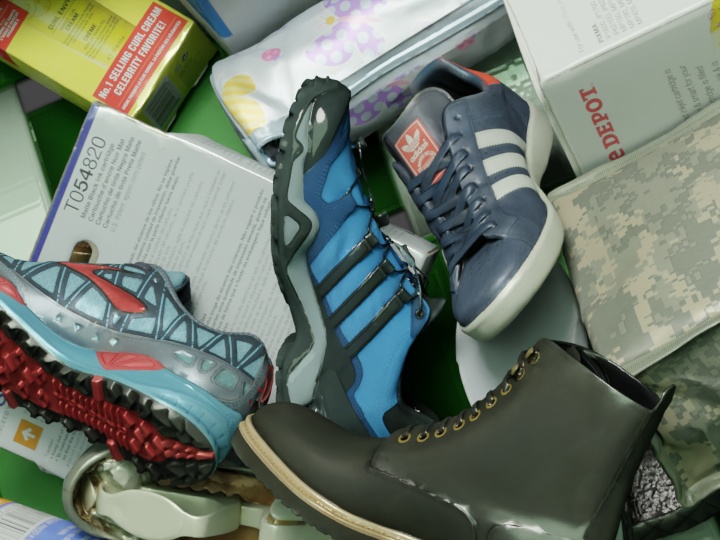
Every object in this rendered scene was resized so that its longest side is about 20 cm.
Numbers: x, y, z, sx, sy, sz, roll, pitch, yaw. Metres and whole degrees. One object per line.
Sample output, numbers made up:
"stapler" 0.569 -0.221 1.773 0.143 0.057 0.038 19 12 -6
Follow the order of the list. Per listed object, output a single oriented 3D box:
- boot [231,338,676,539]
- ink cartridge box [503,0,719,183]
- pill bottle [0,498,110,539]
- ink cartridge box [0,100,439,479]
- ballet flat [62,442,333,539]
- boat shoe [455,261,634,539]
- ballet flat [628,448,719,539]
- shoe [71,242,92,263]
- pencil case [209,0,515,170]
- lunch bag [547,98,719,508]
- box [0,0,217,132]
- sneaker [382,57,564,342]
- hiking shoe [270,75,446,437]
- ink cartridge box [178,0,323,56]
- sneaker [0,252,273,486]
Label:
"boot" 0.047 0.074 1.204 0.199 0.077 0.139 27 104 20
"ink cartridge box" 0.187 -0.125 1.315 0.199 0.148 0.086 -23 53 7
"pill bottle" -0.131 0.199 1.324 0.199 0.112 0.113 18 79 18
"ink cartridge box" -0.086 0.037 1.350 0.199 0.041 0.201 25 100 7
"ballet flat" -0.058 0.131 1.302 0.198 0.064 0.068 11 98 9
"boat shoe" 0.095 0.079 1.285 0.068 0.057 0.201 -20 53 14
"ballet flat" 0.137 0.110 1.311 0.199 0.057 0.067 -29 70 4
"shoe" -0.073 -0.003 1.404 0.198 0.054 0.070 3 35 8
"pencil case" 0.013 -0.126 1.392 0.199 0.091 0.083 -34 98 0
"lunch bag" 0.210 -0.007 1.256 0.199 0.118 0.165 -30 36 14
"box" -0.185 -0.151 1.472 0.199 0.050 0.076 32 84 20
"sneaker" 0.050 -0.041 1.290 0.084 0.200 0.075 36 114 -18
"hiking shoe" 0.000 0.000 1.280 0.086 0.074 0.202 -1 106 3
"ink cartridge box" -0.108 -0.222 1.423 0.084 0.145 0.200 -42 69 -2
"sneaker" -0.129 0.035 1.309 0.199 0.080 0.095 30 52 24
